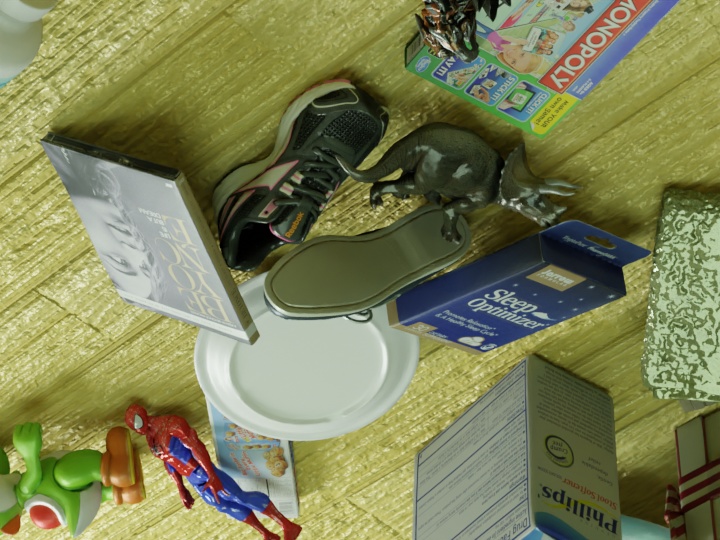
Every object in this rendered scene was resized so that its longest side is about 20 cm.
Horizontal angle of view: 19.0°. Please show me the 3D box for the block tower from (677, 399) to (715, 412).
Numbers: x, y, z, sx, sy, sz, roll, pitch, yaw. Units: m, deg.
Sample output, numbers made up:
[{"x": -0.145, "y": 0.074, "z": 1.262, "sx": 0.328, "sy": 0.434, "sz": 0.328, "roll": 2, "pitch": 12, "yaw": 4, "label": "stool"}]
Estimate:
[{"x": 0.366, "y": 0.063, "z": 1.873, "sx": 0.199, "sy": 0.058, "sz": 0.054, "roll": -18, "pitch": 133, "yaw": 18, "label": "block tower"}]

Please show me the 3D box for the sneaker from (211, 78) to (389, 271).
[{"x": -0.046, "y": -0.065, "z": 1.728, "sx": 0.080, "sy": 0.087, "sz": 0.200, "roll": 24, "pitch": 132, "yaw": -24, "label": "sneaker"}]

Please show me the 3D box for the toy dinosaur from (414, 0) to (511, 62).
[{"x": 0.070, "y": -0.237, "z": 1.533, "sx": 0.136, "sy": 0.102, "sz": 0.200, "roll": 29, "pitch": 156, "yaw": 41, "label": "toy dinosaur"}]

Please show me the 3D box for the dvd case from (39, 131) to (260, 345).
[{"x": -0.173, "y": -0.025, "z": 1.772, "sx": 0.148, "sy": 0.016, "sz": 0.200, "roll": 17, "pitch": 147, "yaw": 33, "label": "dvd case"}]

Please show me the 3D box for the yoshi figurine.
[{"x": -0.307, "y": 0.187, "z": 2.014, "sx": 0.199, "sy": 0.112, "sz": 0.113, "roll": -12, "pitch": 104, "yaw": -1, "label": "yoshi figurine"}]

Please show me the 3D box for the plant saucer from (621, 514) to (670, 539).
[{"x": 0.261, "y": 0.287, "z": 2.078, "sx": 0.199, "sy": 0.028, "sz": 0.200, "roll": 17, "pitch": 156, "yaw": 8, "label": "plant saucer"}]

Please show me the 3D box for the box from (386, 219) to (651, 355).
[{"x": 0.135, "y": 0.017, "z": 1.805, "sx": 0.200, "sy": 0.033, "sz": 0.121, "roll": -26, "pitch": 150, "yaw": 35, "label": "box"}]

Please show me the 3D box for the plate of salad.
[{"x": -0.048, "y": 0.069, "z": 1.899, "sx": 0.199, "sy": 0.048, "sz": 0.201, "roll": -3, "pitch": 127, "yaw": -4, "label": "plate of salad"}]

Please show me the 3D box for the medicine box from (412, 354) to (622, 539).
[{"x": 0.137, "y": 0.214, "z": 1.933, "sx": 0.103, "sy": 0.200, "sz": 0.182, "roll": 26, "pitch": 132, "yaw": -23, "label": "medicine box"}]

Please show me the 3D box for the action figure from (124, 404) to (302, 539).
[{"x": -0.145, "y": 0.195, "z": 2.007, "sx": 0.200, "sy": 0.052, "sz": 0.065, "roll": 46, "pitch": 144, "yaw": -12, "label": "action figure"}]

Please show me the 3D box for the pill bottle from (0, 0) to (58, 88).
[{"x": -0.313, "y": -0.171, "z": 1.607, "sx": 0.111, "sy": 0.111, "sz": 0.200, "roll": 35, "pitch": 128, "yaw": -30, "label": "pill bottle"}]

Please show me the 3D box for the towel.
[{"x": 0.312, "y": 0.025, "z": 1.806, "sx": 0.148, "sy": 0.037, "sz": 0.201, "roll": 4, "pitch": 117, "yaw": 8, "label": "towel"}]

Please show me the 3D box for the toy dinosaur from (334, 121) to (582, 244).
[{"x": 0.067, "y": -0.083, "z": 1.718, "sx": 0.199, "sy": 0.077, "sz": 0.102, "roll": 23, "pitch": 125, "yaw": -27, "label": "toy dinosaur"}]

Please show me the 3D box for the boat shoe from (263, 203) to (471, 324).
[{"x": 0.000, "y": 0.000, "z": 1.758, "sx": 0.200, "sy": 0.075, "sz": 0.062, "roll": -27, "pitch": 167, "yaw": -34, "label": "boat shoe"}]

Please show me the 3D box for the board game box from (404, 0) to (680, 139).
[{"x": 0.143, "y": -0.195, "z": 1.627, "sx": 0.134, "sy": 0.029, "sz": 0.200, "roll": 25, "pitch": 132, "yaw": -22, "label": "board game box"}]

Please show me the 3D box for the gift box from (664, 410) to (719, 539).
[{"x": 0.386, "y": 0.222, "z": 1.942, "sx": 0.186, "sy": 0.200, "sz": 0.184, "roll": -32, "pitch": 122, "yaw": 33, "label": "gift box"}]

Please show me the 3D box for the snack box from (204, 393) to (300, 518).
[{"x": -0.100, "y": 0.165, "z": 2.018, "sx": 0.072, "sy": 0.024, "sz": 0.200, "roll": -1, "pitch": 137, "yaw": 4, "label": "snack box"}]
